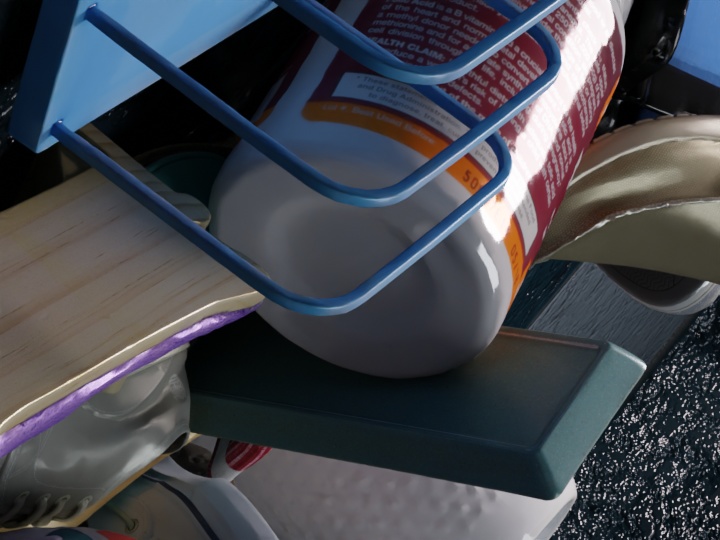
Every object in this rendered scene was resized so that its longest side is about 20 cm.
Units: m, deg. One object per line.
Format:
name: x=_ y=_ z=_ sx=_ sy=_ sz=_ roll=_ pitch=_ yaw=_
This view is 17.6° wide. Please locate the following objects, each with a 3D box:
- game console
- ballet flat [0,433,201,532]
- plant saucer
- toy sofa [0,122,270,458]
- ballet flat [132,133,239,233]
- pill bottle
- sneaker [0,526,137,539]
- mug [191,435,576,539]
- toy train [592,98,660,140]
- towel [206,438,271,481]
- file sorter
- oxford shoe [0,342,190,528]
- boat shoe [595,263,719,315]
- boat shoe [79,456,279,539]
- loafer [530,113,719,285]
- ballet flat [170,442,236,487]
game console: x=0.178 y=-0.164 z=1.008 sx=0.176 sy=0.116 sz=0.201 roll=147 pitch=-43 yaw=-84
ballet flat: x=-0.087 y=0.041 z=0.945 sx=0.200 sy=0.068 sz=0.063 roll=-43 pitch=149 yaw=-40
plant saucer: x=0.006 y=0.041 z=0.864 sx=0.070 sy=0.199 sz=0.019 roll=-51 pitch=130 yaw=-32
toy sofa: x=-0.121 y=0.031 z=0.707 sx=0.200 sy=0.097 sz=0.083 roll=-34 pitch=158 yaw=-57
ballet flat: x=-0.058 y=-0.018 z=0.896 sx=0.200 sy=0.071 sz=0.071 roll=-28 pitch=154 yaw=-57
pill bottle: x=0.033 y=-0.067 z=0.871 sx=0.200 sy=0.114 sz=0.114 roll=-61 pitch=176 yaw=-39
sneaker: x=-0.152 y=0.123 z=0.822 sx=0.093 sy=0.199 sz=0.071 roll=31 pitch=53 yaw=-50
mug: x=0.024 y=0.092 z=1.218 sx=0.148 sy=0.175 sz=0.200 roll=-54 pitch=168 yaw=12
toy train: x=0.101 y=-0.102 z=1.104 sx=0.201 sy=0.087 sz=0.114 roll=-60 pitch=-150 yaw=-5
towel: x=0.000 y=0.000 z=1.010 sx=0.200 sy=0.023 sz=0.144 roll=-45 pitch=-160 yaw=48
file sorter: x=0.004 y=-0.107 z=0.683 sx=0.139 sy=0.123 sz=0.200 roll=-38 pitch=159 yaw=-46
oxford shoe: x=-0.124 y=0.066 z=0.819 sx=0.075 sy=0.058 sz=0.200 roll=-9 pitch=-172 yaw=36
boat shoe: x=0.138 y=-0.047 z=1.144 sx=0.074 sy=0.202 sz=0.065 roll=-45 pitch=128 yaw=15
boat shoe: x=-0.083 y=0.120 z=0.951 sx=0.067 sy=0.074 sz=0.200 roll=-31 pitch=-157 yaw=-18
loafer: x=0.140 y=-0.026 z=0.963 sx=0.199 sy=0.069 sz=0.076 roll=-15 pitch=170 yaw=-28
ballet flat: x=-0.064 y=0.133 z=1.028 sx=0.067 sy=0.200 sz=0.047 roll=-22 pitch=122 yaw=-22
